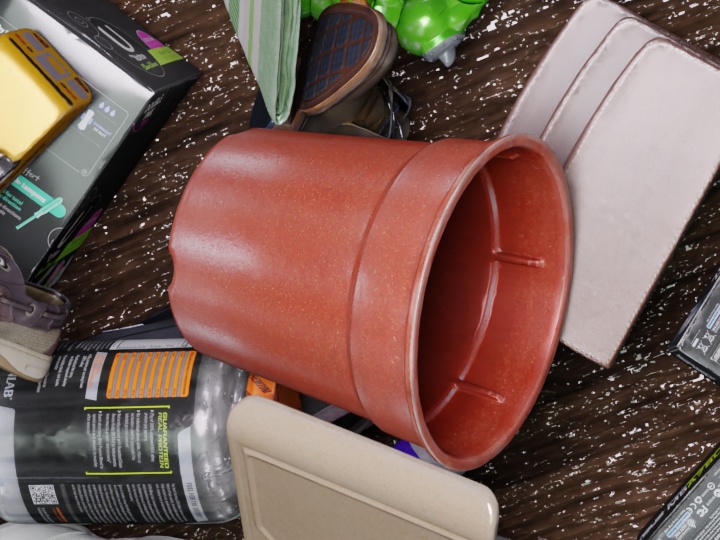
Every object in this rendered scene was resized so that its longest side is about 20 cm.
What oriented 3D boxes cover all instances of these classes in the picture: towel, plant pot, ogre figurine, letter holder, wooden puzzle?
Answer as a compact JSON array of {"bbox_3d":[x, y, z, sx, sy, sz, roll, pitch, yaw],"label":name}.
[{"bbox_3d":[-0.073,-0.216,1.231,0.023,0.153,0.201,-12,55,-16],"label":"towel"},{"bbox_3d":[0.000,0.000,1.197,0.194,0.200,0.203,13,102,30],"label":"plant pot"},{"bbox_3d":[0.015,-0.207,1.283,0.198,0.098,0.121,19,84,-9],"label":"ogre figurine"},{"bbox_3d":[0.153,-0.064,1.276,0.141,0.101,0.201,29,103,6],"label":"letter holder"},{"bbox_3d":[0.006,0.177,1.220,0.184,0.037,0.201,20,134,23],"label":"wooden puzzle"}]

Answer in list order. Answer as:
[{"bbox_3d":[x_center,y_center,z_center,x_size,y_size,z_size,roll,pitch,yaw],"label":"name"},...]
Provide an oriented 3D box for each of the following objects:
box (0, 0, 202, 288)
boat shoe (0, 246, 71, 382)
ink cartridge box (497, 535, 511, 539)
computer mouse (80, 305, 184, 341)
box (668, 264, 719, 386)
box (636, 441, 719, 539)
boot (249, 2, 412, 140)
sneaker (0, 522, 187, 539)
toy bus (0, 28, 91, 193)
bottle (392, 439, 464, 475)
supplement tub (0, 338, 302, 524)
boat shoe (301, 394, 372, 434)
[{"bbox_3d":[-0.222,-0.083,1.313,0.124,0.149,0.201,36,103,-1],"label":"box"},{"bbox_3d":[-0.235,0.013,1.184,0.072,0.200,0.065,25,82,25],"label":"boat shoe"},{"bbox_3d":[0.061,0.270,1.348,0.199,0.041,0.200,23,112,-25],"label":"ink cartridge box"},{"bbox_3d":[-0.168,0.107,1.389,0.198,0.046,0.142,-14,96,12],"label":"computer mouse"},{"bbox_3d":[0.317,0.010,1.257,0.159,0.044,0.201,32,86,3],"label":"box"},{"bbox_3d":[0.319,0.177,1.314,0.193,0.048,0.200,39,103,0],"label":"box"},{"bbox_3d":[0.006,-0.115,1.252,0.096,0.200,0.075,16,76,-19],"label":"boot"},{"bbox_3d":[-0.207,0.223,1.395,0.198,0.088,0.076,-2,100,11],"label":"sneaker"},{"bbox_3d":[-0.260,-0.058,1.206,0.200,0.078,0.065,-43,94,14],"label":"toy bus"},{"bbox_3d":[-0.008,0.188,1.355,0.065,0.084,0.200,41,103,-8],"label":"bottle"},{"bbox_3d":[-0.144,0.107,1.301,0.198,0.123,0.124,-1,99,10],"label":"supplement tub"},{"bbox_3d":[-0.051,0.110,1.360,0.199,0.057,0.067,-36,101,14],"label":"boat shoe"}]
